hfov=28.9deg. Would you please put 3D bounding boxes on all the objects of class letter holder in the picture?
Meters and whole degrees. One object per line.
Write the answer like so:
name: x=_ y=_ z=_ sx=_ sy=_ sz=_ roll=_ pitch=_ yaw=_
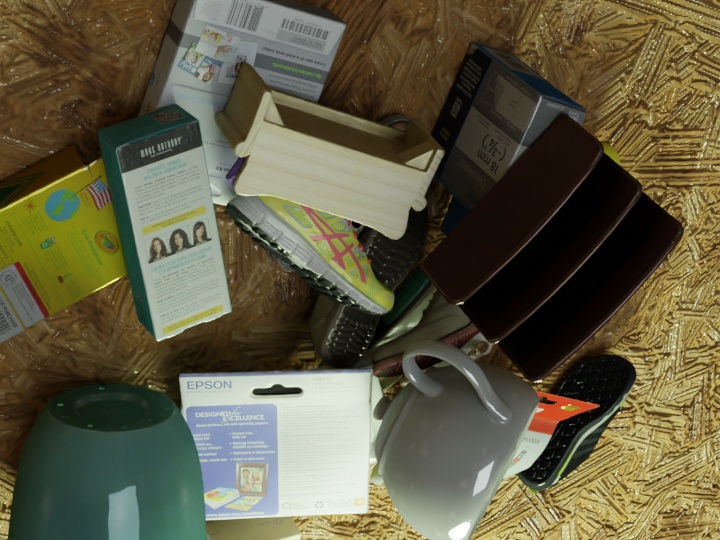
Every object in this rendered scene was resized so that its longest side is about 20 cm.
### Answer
letter holder: x=0.177 y=-0.017 z=1.285 sx=0.200 sy=0.142 sz=0.100 roll=-46 pitch=126 yaw=6

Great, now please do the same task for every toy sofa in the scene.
toy sofa: x=-0.032 y=-0.108 z=1.285 sx=0.198 sy=0.083 sz=0.098 roll=15 pitch=111 yaw=-26

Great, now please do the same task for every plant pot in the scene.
plant pot: x=-0.243 y=0.206 z=1.361 sx=0.198 sy=0.200 sz=0.163 roll=-2 pitch=107 yaw=-25

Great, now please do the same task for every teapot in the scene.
teapot: x=0.080 y=0.166 z=1.395 sx=0.202 sy=0.145 sz=0.197 roll=-63 pitch=169 yaw=8

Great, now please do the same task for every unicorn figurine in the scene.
unicorn figurine: x=0.115 y=0.093 z=1.530 sx=0.198 sy=0.074 sz=0.137 roll=-25 pitch=171 yaw=3

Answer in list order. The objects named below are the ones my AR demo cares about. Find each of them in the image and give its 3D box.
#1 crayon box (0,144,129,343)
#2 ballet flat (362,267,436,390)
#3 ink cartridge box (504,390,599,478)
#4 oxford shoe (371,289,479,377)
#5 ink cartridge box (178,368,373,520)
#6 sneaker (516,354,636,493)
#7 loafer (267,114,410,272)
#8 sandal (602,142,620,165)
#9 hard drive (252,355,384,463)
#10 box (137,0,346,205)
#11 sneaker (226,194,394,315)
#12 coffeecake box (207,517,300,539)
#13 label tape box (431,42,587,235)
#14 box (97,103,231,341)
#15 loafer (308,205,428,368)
crayon box: x=-0.291 y=-0.026 z=1.283 sx=0.199 sy=0.051 sz=0.128 roll=-28 pitch=127 yaw=-9
ballet flat: x=0.039 y=0.072 z=1.493 sx=0.069 sy=0.070 sz=0.200 roll=33 pitch=105 yaw=-37
ink cartridge box: x=0.147 y=0.187 z=1.560 sx=0.161 sy=0.051 sz=0.199 roll=15 pitch=152 yaw=-34
oxford shoe: x=0.088 y=0.046 z=1.433 sx=0.199 sy=0.074 sz=0.071 roll=-26 pitch=168 yaw=-21
ink cartridge box: x=-0.086 y=0.171 z=1.446 sx=0.195 sy=0.047 sz=0.202 roll=-1 pitch=123 yaw=-4
sneaker: x=0.260 y=0.185 z=1.690 sx=0.200 sy=0.072 sz=0.083 roll=-50 pitch=151 yaw=8
loafer: x=-0.011 y=-0.071 z=1.390 sx=0.200 sy=0.063 sz=0.072 roll=-45 pitch=128 yaw=3
sandal: x=0.191 y=-0.061 z=1.497 sx=0.087 sy=0.079 sz=0.201 roll=24 pitch=97 yaw=-31
hard drive: x=-0.068 y=0.167 z=1.486 sx=0.198 sy=0.026 sz=0.133 roll=-13 pitch=125 yaw=2
box: x=-0.118 y=-0.161 z=1.299 sx=0.154 sy=0.041 sz=0.202 roll=10 pitch=112 yaw=-31
sneaker: x=-0.030 y=-0.032 z=1.339 sx=0.200 sy=0.078 sz=0.091 roll=41 pitch=76 yaw=-28
coffeecake box: x=-0.152 y=0.369 z=1.571 sx=0.152 sy=0.073 sz=0.202 roll=-10 pitch=122 yaw=-22
label tape box: x=0.126 y=-0.103 z=1.389 sx=0.063 sy=0.144 sz=0.202 roll=12 pitch=112 yaw=-31
box: x=-0.177 y=-0.042 z=1.273 sx=0.082 sy=0.049 sz=0.202 roll=-22 pitch=123 yaw=-24
loafer: x=0.000 y=0.000 z=1.438 sx=0.075 sy=0.068 sz=0.201 roll=33 pitch=84 yaw=-41
